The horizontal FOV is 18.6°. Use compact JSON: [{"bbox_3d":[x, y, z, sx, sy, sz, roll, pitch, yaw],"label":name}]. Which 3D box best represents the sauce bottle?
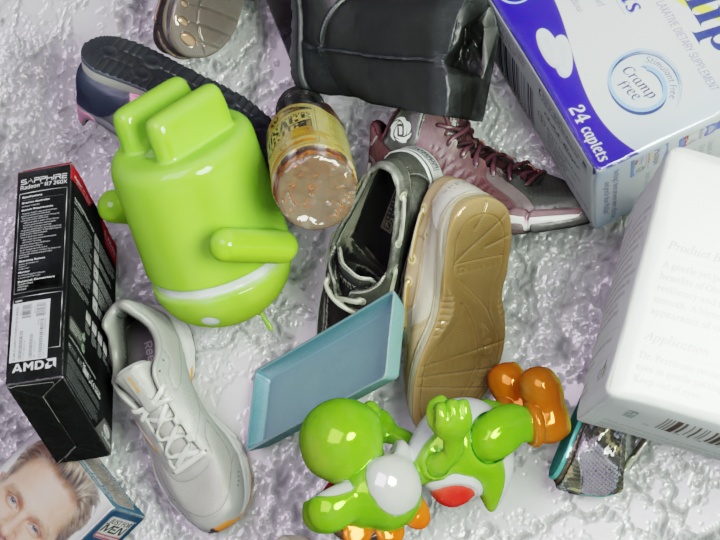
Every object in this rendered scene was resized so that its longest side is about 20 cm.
[{"bbox_3d":[-0.041,-0.091,1.674,0.066,0.200,0.066,-2,110,-6],"label":"sauce bottle"}]

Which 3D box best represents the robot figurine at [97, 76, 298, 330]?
[{"bbox_3d":[-0.121,-0.044,1.694,0.116,0.201,0.175,-36,33,-32],"label":"robot figurine"}]

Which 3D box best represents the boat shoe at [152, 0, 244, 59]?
[{"bbox_3d":[-0.116,-0.259,1.796,0.073,0.074,0.201,-4,50,55],"label":"boat shoe"}]

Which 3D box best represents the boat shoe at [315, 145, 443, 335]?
[{"bbox_3d":[0.000,0.000,1.651,0.071,0.064,0.201,29,117,23],"label":"boat shoe"}]

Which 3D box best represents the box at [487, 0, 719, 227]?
[{"bbox_3d":[0.213,-0.164,1.600,0.199,0.105,0.184,-26,67,-6],"label":"box"}]

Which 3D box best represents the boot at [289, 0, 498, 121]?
[{"bbox_3d":[0.020,-0.200,1.633,0.200,0.065,0.166,18,116,56],"label":"boot"}]

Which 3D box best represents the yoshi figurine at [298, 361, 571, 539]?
[{"bbox_3d":[0.039,0.113,1.562,0.199,0.113,0.112,-24,50,-18],"label":"yoshi figurine"}]

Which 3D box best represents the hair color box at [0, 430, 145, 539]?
[{"bbox_3d":[-0.278,0.225,1.745,0.200,0.061,0.100,-45,65,5],"label":"hair color box"}]

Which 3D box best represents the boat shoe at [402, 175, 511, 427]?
[{"bbox_3d":[0.065,0.022,1.631,0.069,0.073,0.201,49,136,51],"label":"boat shoe"}]

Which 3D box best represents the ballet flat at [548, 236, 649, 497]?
[{"bbox_3d":[0.196,0.071,1.602,0.072,0.072,0.201,15,82,24],"label":"ballet flat"}]

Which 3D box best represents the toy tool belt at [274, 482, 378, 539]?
[{"bbox_3d":[-0.033,0.254,1.626,0.125,0.123,0.200,27,75,40],"label":"toy tool belt"}]

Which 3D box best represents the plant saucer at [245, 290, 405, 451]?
[{"bbox_3d":[-0.026,0.079,1.643,0.200,0.019,0.070,-32,45,52],"label":"plant saucer"}]

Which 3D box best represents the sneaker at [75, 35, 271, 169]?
[{"bbox_3d":[-0.144,-0.113,1.789,0.199,0.070,0.082,32,133,13],"label":"sneaker"}]

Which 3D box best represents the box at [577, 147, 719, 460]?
[{"bbox_3d":[0.265,0.039,1.472,0.198,0.200,0.172,16,82,1],"label":"box"}]

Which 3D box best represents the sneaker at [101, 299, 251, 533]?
[{"bbox_3d":[-0.154,0.111,1.708,0.076,0.092,0.201,-32,67,12],"label":"sneaker"}]

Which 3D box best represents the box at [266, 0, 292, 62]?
[{"bbox_3d":[0.011,-0.259,1.736,0.199,0.036,0.144,-20,101,17],"label":"box"}]

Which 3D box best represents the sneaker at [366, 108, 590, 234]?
[{"bbox_3d":[0.089,-0.087,1.657,0.199,0.076,0.116,1,96,22],"label":"sneaker"}]

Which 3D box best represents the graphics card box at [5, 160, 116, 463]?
[{"bbox_3d":[-0.230,0.033,1.711,0.051,0.126,0.201,-9,56,7],"label":"graphics card box"}]
